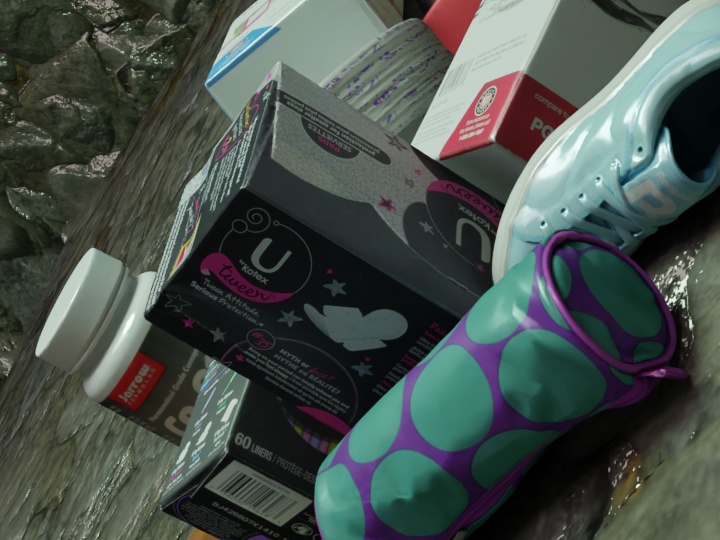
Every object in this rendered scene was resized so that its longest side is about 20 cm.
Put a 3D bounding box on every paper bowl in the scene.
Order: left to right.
[{"bbox_3d":[0.003,-0.075,1.060,0.200,0.105,0.201,-41,-3,-3],"label":"paper bowl"}]

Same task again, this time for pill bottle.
[{"bbox_3d":[-0.151,0.073,1.182,0.114,0.198,0.114,-53,17,24],"label":"pill bottle"}]

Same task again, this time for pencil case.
[{"bbox_3d":[0.063,0.074,0.721,0.200,0.084,0.093,-50,57,33],"label":"pencil case"}]

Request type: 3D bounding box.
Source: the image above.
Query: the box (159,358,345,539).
[{"bbox_3d":[-0.029,0.074,0.937,0.106,0.121,0.202,-42,25,49],"label":"box"}]

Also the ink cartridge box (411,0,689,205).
[{"bbox_3d":[0.121,-0.136,0.906,0.202,0.083,0.145,-64,15,-12],"label":"ink cartridge box"}]

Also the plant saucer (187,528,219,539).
[{"bbox_3d":[-0.094,0.195,1.030,0.201,0.037,0.200,-54,7,9],"label":"plant saucer"}]

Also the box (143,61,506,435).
[{"bbox_3d":[0.000,0.000,0.833,0.115,0.199,0.133,-47,20,34],"label":"box"}]

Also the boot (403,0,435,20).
[{"bbox_3d":[0.039,-0.223,1.346,0.132,0.069,0.201,-51,17,26],"label":"boot"}]

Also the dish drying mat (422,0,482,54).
[{"bbox_3d":[0.110,-0.213,1.106,0.201,0.077,0.018,-52,-13,28],"label":"dish drying mat"}]

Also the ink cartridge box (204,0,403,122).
[{"bbox_3d":[-0.041,-0.194,1.221,0.144,0.085,0.200,-37,16,16],"label":"ink cartridge box"}]

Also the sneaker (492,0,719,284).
[{"bbox_3d":[0.134,-0.048,0.731,0.201,0.073,0.082,-56,13,19],"label":"sneaker"}]
